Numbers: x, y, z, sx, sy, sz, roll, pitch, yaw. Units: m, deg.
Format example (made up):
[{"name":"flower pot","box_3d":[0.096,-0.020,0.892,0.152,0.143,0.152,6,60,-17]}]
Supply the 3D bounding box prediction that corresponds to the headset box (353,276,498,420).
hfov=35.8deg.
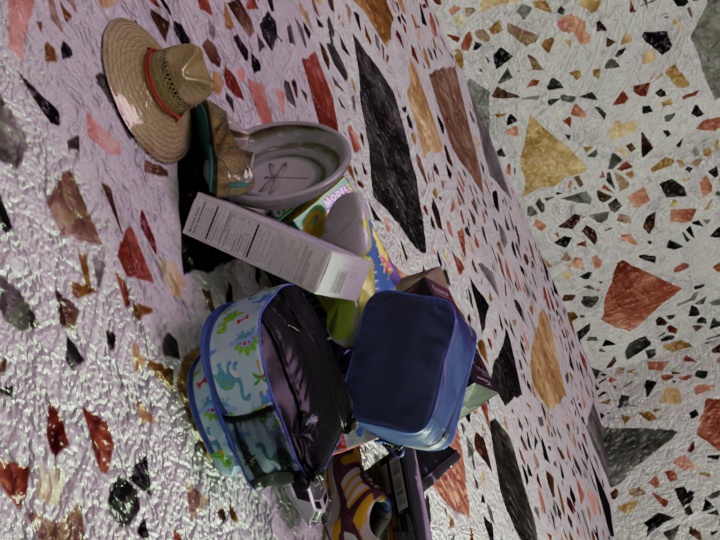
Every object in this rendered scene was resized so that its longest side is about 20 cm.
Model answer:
[{"name":"headset box","box_3d":[0.081,0.120,1.555,0.075,0.148,0.202,25,33,-51]}]

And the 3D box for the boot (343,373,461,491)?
[{"name":"boot","box_3d":[0.059,0.221,1.649,0.201,0.065,0.165,53,13,8]}]

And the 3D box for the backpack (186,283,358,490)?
[{"name":"backpack","box_3d":[-0.112,0.130,1.277,0.183,0.145,0.203,-49,123,-66]}]

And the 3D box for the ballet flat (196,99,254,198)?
[{"name":"ballet flat","box_3d":[-0.171,-0.156,1.428,0.071,0.070,0.201,58,7,-37]}]

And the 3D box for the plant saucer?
[{"name":"plant saucer","box_3d":[-0.108,-0.129,1.479,0.201,0.197,0.051,-82,168,-52]}]

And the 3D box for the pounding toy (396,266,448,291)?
[{"name":"pounding toy","box_3d":[0.089,0.115,1.819,0.142,0.182,0.203,-23,95,-71]}]

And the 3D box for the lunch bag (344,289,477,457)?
[{"name":"lunch bag","box_3d":[0.067,0.138,1.429,0.132,0.134,0.203,38,66,-62]}]

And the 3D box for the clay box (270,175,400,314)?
[{"name":"clay box","box_3d":[-0.034,-0.036,1.529,0.115,0.047,0.202,-43,114,-33]}]

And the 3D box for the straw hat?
[{"name":"straw hat","box_3d":[-0.227,-0.237,1.378,0.201,0.084,0.204,-18,90,-72]}]

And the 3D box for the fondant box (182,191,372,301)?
[{"name":"fondant box","box_3d":[-0.101,-0.028,1.392,0.059,0.198,0.144,-66,159,3]}]

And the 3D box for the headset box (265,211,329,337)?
[{"name":"headset box","box_3d":[-0.064,-0.024,1.644,0.174,0.092,0.202,-59,128,-67]}]

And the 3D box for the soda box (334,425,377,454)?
[{"name":"soda box","box_3d":[-0.025,0.202,1.476,0.200,0.063,0.071,7,65,-74]}]

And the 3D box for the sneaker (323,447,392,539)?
[{"name":"sneaker","box_3d":[0.004,0.312,1.538,0.202,0.089,0.075,-89,154,-43]}]

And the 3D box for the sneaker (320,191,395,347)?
[{"name":"sneaker","box_3d":[0.000,0.000,1.490,0.104,0.075,0.203,5,89,-55]}]

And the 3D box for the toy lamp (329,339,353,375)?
[{"name":"toy lamp","box_3d":[-0.016,0.094,1.705,0.059,0.058,0.201,62,31,-26]}]

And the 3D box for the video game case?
[{"name":"video game case","box_3d":[0.049,0.361,1.542,0.181,0.025,0.203,132,-48,-58]}]

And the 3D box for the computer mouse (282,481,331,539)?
[{"name":"computer mouse","box_3d":[-0.070,0.287,1.416,0.110,0.043,0.203,-7,79,-74]}]
